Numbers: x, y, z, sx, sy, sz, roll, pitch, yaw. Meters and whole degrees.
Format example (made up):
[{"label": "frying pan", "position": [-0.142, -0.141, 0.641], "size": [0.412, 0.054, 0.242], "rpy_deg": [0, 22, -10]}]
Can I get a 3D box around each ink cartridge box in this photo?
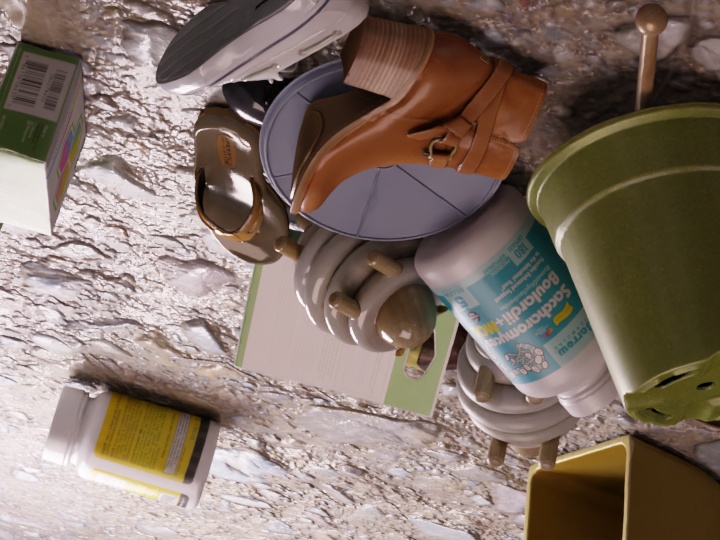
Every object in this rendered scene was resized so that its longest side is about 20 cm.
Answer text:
[{"label": "ink cartridge box", "position": [-0.011, 0.049, 1.689], "size": [0.200, 0.048, 0.146], "rpy_deg": [14, 120, 0]}, {"label": "ink cartridge box", "position": [-0.281, -0.100, 1.538], "size": [0.059, 0.104, 0.200], "rpy_deg": [15, 155, -1]}]

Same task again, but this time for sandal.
[{"label": "sandal", "position": [-0.112, -0.064, 1.558], "size": [0.080, 0.054, 0.200], "rpy_deg": [7, 145, 10]}]

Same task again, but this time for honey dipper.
[{"label": "honey dipper", "position": [0.208, -0.134, 1.292], "size": [0.038, 0.038, 0.200], "rpy_deg": [9, 154, 11]}]

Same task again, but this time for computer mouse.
[{"label": "computer mouse", "position": [-0.021, -0.114, 1.455], "size": [0.200, 0.034, 0.059], "rpy_deg": [19, 154, -11]}]

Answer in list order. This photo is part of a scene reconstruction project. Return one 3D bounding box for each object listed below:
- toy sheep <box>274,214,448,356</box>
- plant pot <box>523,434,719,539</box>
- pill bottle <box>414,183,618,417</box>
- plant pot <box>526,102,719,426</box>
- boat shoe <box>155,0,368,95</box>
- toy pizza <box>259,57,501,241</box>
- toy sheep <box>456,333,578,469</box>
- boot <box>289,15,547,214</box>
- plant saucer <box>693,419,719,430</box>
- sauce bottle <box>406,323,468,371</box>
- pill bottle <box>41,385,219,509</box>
[{"label": "toy sheep", "position": [0.000, 0.000, 1.565], "size": [0.200, 0.138, 0.138], "rpy_deg": [50, 180, 38]}, {"label": "plant pot", "position": [0.320, 0.317, 2.009], "size": [0.200, 0.196, 0.194], "rpy_deg": [16, 157, -27]}, {"label": "pill bottle", "position": [0.146, 0.031, 1.508], "size": [0.200, 0.111, 0.111], "rpy_deg": [48, 144, -15]}, {"label": "plant pot", "position": [0.237, 0.008, 1.322], "size": [0.200, 0.190, 0.200], "rpy_deg": [-6, 152, -3]}, {"label": "boat shoe", "position": [-0.076, -0.167, 1.324], "size": [0.067, 0.074, 0.200], "rpy_deg": [32, 149, -30]}, {"label": "toy pizza", "position": [0.019, -0.101, 1.425], "size": [0.200, 0.032, 0.200], "rpy_deg": [2, 136, 2]}, {"label": "toy sheep", "position": [0.151, 0.099, 1.655], "size": [0.138, 0.138, 0.200], "rpy_deg": [6, 135, 16]}, {"label": "boot", "position": [0.039, -0.101, 1.359], "size": [0.155, 0.077, 0.200], "rpy_deg": [17, 127, -17]}, {"label": "plant saucer", "position": [0.317, 0.035, 1.469], "size": [0.200, 0.200, 0.037], "rpy_deg": [-3, -168, 32]}, {"label": "sauce bottle", "position": [0.055, 0.066, 1.753], "size": [0.200, 0.066, 0.066], "rpy_deg": [16, 155, 0]}, {"label": "pill bottle", "position": [-0.283, 0.214, 2.184], "size": [0.200, 0.114, 0.114], "rpy_deg": [17, 155, -7]}]
